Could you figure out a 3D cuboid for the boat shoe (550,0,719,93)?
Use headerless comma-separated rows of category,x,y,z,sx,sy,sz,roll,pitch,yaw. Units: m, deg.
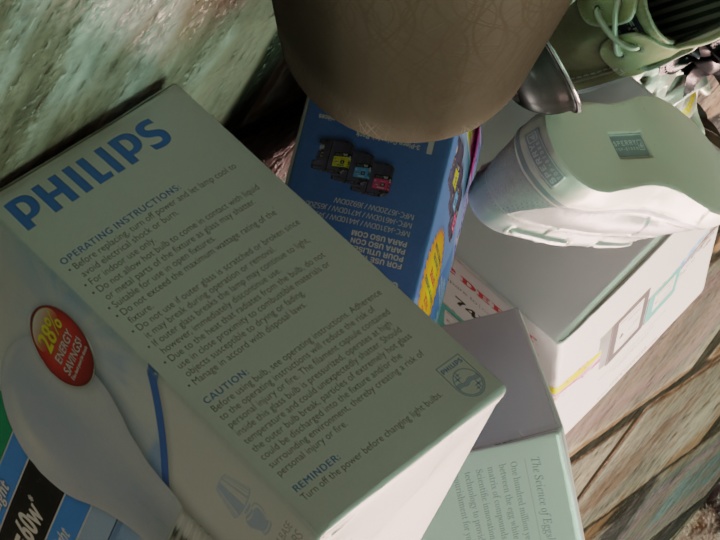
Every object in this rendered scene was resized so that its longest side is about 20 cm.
boat shoe,0.148,-0.139,1.513,0.200,0.072,0.062,-22,-167,25

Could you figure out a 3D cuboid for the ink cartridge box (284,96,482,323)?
ink cartridge box,0.000,0.000,1.384,0.136,0.076,0.200,78,27,-72

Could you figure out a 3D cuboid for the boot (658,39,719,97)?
boot,0.204,-0.186,1.636,0.162,0.073,0.198,31,60,-50

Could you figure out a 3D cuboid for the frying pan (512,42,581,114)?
frying pan,0.059,-0.126,1.332,0.031,0.115,0.190,-35,164,-1

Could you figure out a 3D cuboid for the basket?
basket,0.031,-0.141,1.173,0.180,0.136,0.200,-26,164,-14

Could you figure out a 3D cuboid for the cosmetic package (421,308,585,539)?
cosmetic package,0.013,0.150,1.518,0.200,0.123,0.199,-12,122,0

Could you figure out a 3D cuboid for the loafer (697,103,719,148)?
loafer,0.196,-0.053,1.995,0.200,0.071,0.073,-35,160,-42

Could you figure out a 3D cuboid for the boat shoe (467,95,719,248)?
boat shoe,0.123,-0.040,1.476,0.069,0.072,0.200,-32,169,29

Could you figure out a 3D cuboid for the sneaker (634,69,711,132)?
sneaker,0.161,-0.124,1.690,0.077,0.081,0.200,-46,161,-6

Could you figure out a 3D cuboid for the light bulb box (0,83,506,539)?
light bulb box,-0.075,0.068,1.256,0.125,0.200,0.198,-34,160,-39

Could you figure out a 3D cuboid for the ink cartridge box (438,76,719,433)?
ink cartridge box,0.103,-0.021,1.654,0.146,0.147,0.200,-45,165,-14
